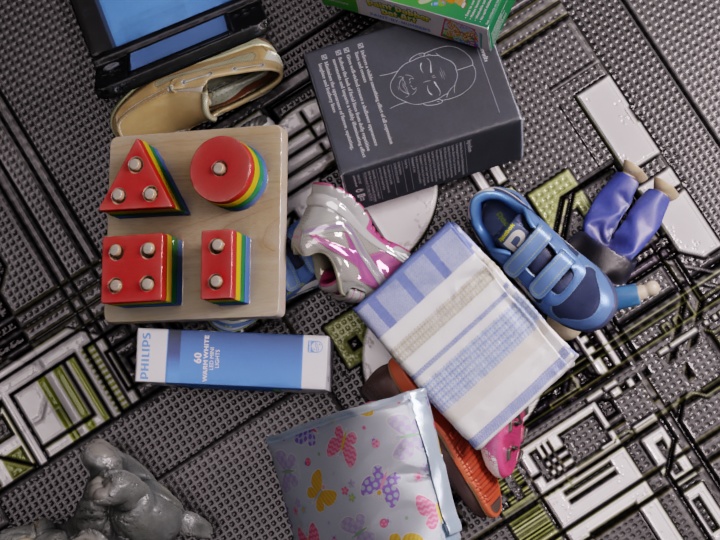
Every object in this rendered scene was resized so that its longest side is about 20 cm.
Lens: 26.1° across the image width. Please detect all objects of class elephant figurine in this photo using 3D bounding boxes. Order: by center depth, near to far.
[{"bbox_3d":[-0.291,0.288,1.621,0.155,0.141,0.200,36,87,33],"label":"elephant figurine"}]

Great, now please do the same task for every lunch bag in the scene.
[{"bbox_3d":[0.019,0.219,1.574,0.127,0.199,0.171,-10,80,-42],"label":"lunch bag"}]

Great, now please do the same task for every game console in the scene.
[{"bbox_3d":[-0.214,-0.289,1.684,0.199,0.176,0.117,-23,112,0],"label":"game console"}]

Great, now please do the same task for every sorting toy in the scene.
[{"bbox_3d":[-0.181,-0.051,1.604,0.198,0.070,0.201,-3,81,19],"label":"sorting toy"}]

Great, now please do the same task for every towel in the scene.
[{"bbox_3d":[0.109,0.067,1.599,0.147,0.024,0.200,-42,90,-5],"label":"towel"}]

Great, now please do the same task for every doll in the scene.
[{"bbox_3d":[0.263,-0.013,1.661,0.136,0.048,0.201,32,88,20],"label":"doll"}]

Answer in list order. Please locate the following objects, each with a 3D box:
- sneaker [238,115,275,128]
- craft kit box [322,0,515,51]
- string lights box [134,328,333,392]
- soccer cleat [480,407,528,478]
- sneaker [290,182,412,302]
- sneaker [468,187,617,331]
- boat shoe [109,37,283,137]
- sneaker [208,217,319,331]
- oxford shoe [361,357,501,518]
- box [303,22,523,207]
[{"bbox_3d":[-0.147,-0.077,1.682,0.077,0.076,0.201,35,96,-1],"label":"sneaker"},{"bbox_3d":[0.084,-0.344,1.637,0.196,0.049,0.201,17,67,21],"label":"craft kit box"},{"bbox_3d":[-0.130,0.096,1.641,0.198,0.103,0.060,3,84,2],"label":"string lights box"},{"bbox_3d":[0.130,0.119,1.655,0.086,0.070,0.202,-2,85,24],"label":"soccer cleat"},{"bbox_3d":[0.000,0.000,1.634,0.200,0.081,0.088,42,77,-19],"label":"sneaker"},{"bbox_3d":[0.182,-0.013,1.619,0.074,0.082,0.200,-49,65,8],"label":"sneaker"},{"bbox_3d":[-0.176,-0.187,1.677,0.199,0.076,0.072,-28,127,0],"label":"boat shoe"},{"bbox_3d":[-0.082,-0.004,1.661,0.200,0.082,0.074,-37,82,-4],"label":"sneaker"},{"bbox_3d":[0.078,0.184,1.652,0.072,0.071,0.201,-36,84,25],"label":"oxford shoe"},{"bbox_3d":[0.057,-0.174,1.648,0.198,0.107,0.149,-17,70,1],"label":"box"}]
